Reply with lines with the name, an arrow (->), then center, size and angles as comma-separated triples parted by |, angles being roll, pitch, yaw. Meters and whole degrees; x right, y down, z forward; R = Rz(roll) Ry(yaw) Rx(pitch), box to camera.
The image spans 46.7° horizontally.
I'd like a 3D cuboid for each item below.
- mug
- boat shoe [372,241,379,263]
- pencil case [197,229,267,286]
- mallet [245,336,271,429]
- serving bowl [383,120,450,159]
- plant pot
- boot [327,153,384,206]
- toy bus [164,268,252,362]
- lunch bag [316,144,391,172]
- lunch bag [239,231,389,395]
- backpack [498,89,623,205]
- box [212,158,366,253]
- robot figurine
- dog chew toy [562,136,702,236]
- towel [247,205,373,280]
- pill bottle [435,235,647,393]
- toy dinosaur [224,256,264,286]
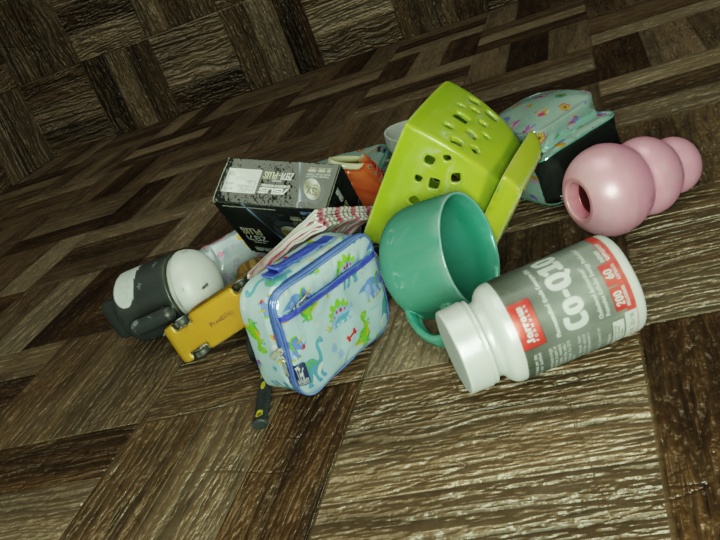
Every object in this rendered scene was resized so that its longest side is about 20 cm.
mug -> 0.088, -0.006, 1.065 | 0.114, 0.152, 0.185 | -15, 24, 35
boat shoe -> 0.000, 0.000, 1.192 | 0.200, 0.072, 0.071 | -26, -10, -37
pencil case -> -0.195, -0.039, 1.491 | 0.200, 0.091, 0.083 | -33, 65, -23
mallet -> -0.114, 0.136, 1.090 | 0.066, 0.041, 0.200 | -19, 27, 1
serving bowl -> 0.147, -0.247, 1.641 | 0.199, 0.066, 0.200 | -3, 26, 2
plant pot -> 0.141, -0.126, 1.198 | 0.181, 0.200, 0.199 | 27, 37, 9
boot -> 0.030, -0.149, 1.451 | 0.199, 0.108, 0.075 | 1, 21, -13
toy bus -> -0.194, 0.056, 1.258 | 0.200, 0.065, 0.078 | -33, 10, 5
lunch bag -> -0.025, -0.179, 1.656 | 0.199, 0.077, 0.160 | -13, 24, 22
lunch bag -> -0.053, 0.047, 1.053 | 0.082, 0.161, 0.200 | 8, 31, 40
backpack -> 0.288, -0.195, 1.320 | 0.176, 0.154, 0.200 | -36, 18, -19
box -> -0.108, -0.096, 1.337 | 0.199, 0.164, 0.086 | 6, 65, 21
robot figurine -> -0.318, 0.043, 1.359 | 0.200, 0.125, 0.151 | -21, 63, 17
dog chew toy -> 0.374, -0.123, 1.124 | 0.200, 0.125, 0.125 | -19, 21, -17
towel -> -0.062, -0.035, 1.189 | 0.146, 0.030, 0.200 | -41, -11, 23
pill bottle -> 0.190, 0.050, 0.896 | 0.200, 0.114, 0.114 | -23, 22, -3
toy dinosaur -> -0.183, 0.004, 1.387 | 0.106, 0.061, 0.200 | 2, -20, -26
